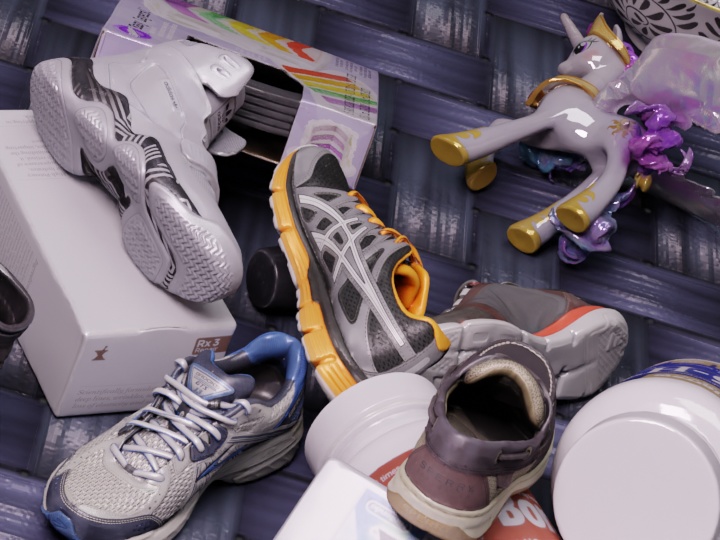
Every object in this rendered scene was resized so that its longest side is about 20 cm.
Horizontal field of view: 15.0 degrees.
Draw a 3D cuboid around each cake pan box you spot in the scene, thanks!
[{"bbox_3d":[-0.080,-0.120,1.756,0.184,0.052,0.200,18,14,-2],"label":"cake pan box"}]

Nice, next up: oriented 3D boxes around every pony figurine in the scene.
[{"bbox_3d":[0.172,-0.090,1.842,0.193,0.167,0.200,30,52,22],"label":"pony figurine"}]

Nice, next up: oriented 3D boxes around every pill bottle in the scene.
[{"bbox_3d":[0.171,0.116,1.525,0.120,0.120,0.200,31,10,11],"label":"pill bottle"},{"bbox_3d":[0.048,0.153,1.478,0.112,0.112,0.200,-4,44,-31],"label":"pill bottle"}]

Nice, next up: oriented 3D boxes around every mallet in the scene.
[{"bbox_3d":[0.003,0.060,1.644,0.066,0.041,0.200,-9,51,-38],"label":"mallet"}]

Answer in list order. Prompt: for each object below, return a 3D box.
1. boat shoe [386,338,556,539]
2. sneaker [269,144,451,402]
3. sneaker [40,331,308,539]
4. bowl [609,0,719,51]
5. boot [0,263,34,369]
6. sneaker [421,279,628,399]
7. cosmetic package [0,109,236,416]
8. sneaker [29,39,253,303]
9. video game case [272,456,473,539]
[{"bbox_3d":[0.071,0.077,1.433,0.072,0.065,0.200,33,26,7],"label":"boat shoe"},{"bbox_3d":[0.000,0.000,1.593,0.077,0.078,0.200,-24,49,9],"label":"sneaker"},{"bbox_3d":[-0.100,0.086,1.510,0.077,0.085,0.200,36,39,18],"label":"sneaker"},{"bbox_3d":[0.255,-0.210,2.062,0.200,0.094,0.201,15,37,-11],"label":"bowl"},{"bbox_3d":[-0.267,0.008,1.481,0.200,0.132,0.070,30,37,10],"label":"boot"},{"bbox_3d":[0.075,0.045,1.674,0.200,0.077,0.082,-1,31,-46],"label":"sneaker"},{"bbox_3d":[-0.161,-0.008,1.609,0.102,0.074,0.200,-2,45,-30],"label":"cosmetic package"},{"bbox_3d":[-0.098,-0.068,1.579,0.115,0.075,0.200,-22,51,-28],"label":"sneaker"},{"bbox_3d":[0.018,0.216,1.360,0.200,0.022,0.182,30,75,17],"label":"video game case"}]
